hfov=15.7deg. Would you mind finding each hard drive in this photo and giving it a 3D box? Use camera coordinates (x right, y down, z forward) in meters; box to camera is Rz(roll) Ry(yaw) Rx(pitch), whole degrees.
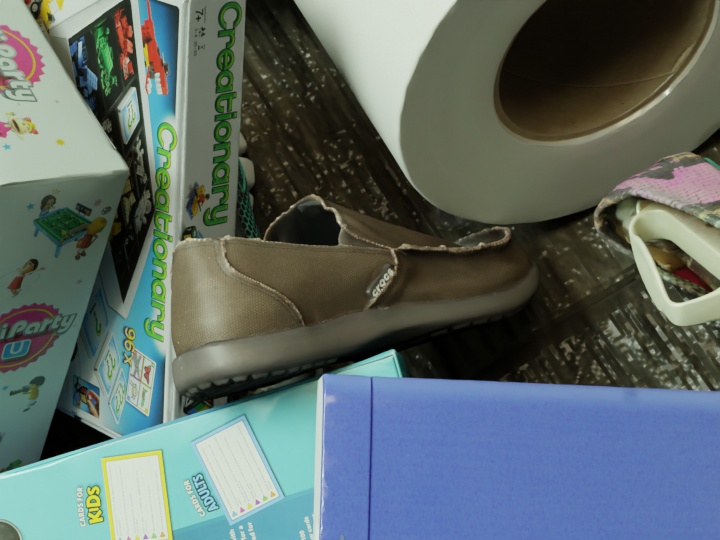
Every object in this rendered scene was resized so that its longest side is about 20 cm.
[{"bbox_3d":[0.082,0.111,1.001,0.199,0.025,0.133,3,79,-7],"label":"hard drive"}]

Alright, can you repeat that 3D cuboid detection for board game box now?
[{"bbox_3d":[-0.173,-0.014,1.103,0.064,0.201,0.148,-9,48,-32],"label":"board game box"},{"bbox_3d":[-0.103,-0.032,1.097,0.035,0.201,0.126,-13,25,-41],"label":"board game box"},{"bbox_3d":[-0.057,0.134,1.039,0.199,0.047,0.152,-17,82,4],"label":"board game box"}]

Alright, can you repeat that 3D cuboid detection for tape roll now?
[{"bbox_3d":[0.074,-0.138,1.117,0.202,0.203,0.139,-29,55,-5],"label":"tape roll"}]

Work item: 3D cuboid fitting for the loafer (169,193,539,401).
[{"bbox_3d":[0.000,0.000,1.068,0.073,0.200,0.071,-19,86,40],"label":"loafer"}]

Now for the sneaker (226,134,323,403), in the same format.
[{"bbox_3d":[-0.075,-0.009,1.141,0.077,0.091,0.201,-23,56,1],"label":"sneaker"}]

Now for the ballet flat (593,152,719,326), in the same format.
[{"bbox_3d":[0.161,0.008,1.054,0.071,0.069,0.200,-26,32,-19],"label":"ballet flat"}]
